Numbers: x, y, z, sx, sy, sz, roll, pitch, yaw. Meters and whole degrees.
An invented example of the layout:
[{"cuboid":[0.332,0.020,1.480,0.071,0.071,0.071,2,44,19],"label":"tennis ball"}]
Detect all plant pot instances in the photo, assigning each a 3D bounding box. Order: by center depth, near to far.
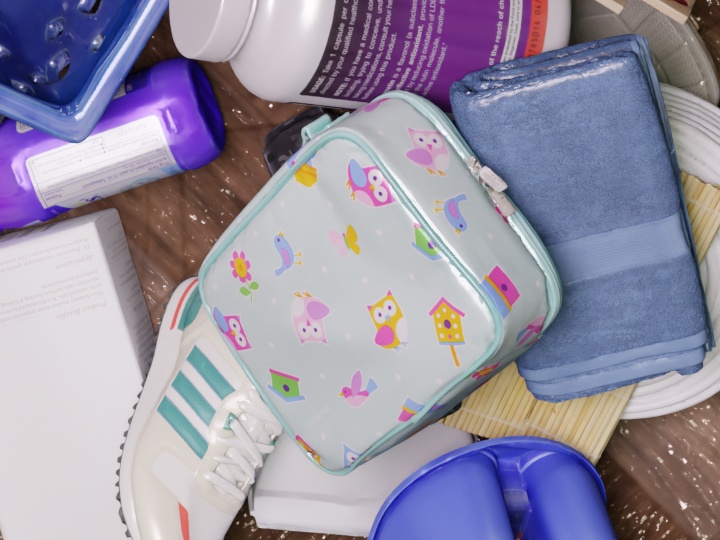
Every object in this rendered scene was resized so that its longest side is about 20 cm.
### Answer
[{"cuboid":[-0.206,-0.213,1.417,0.200,0.180,0.200,26,101,-26],"label":"plant pot"}]

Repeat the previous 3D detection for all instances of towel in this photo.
[{"cuboid":[0.119,-0.026,1.383,0.112,0.049,0.200,-12,119,7],"label":"towel"}]

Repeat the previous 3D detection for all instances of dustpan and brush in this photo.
[{"cuboid":[0.010,0.053,1.526,0.139,0.057,0.200,5,105,-8],"label":"dustpan and brush"}]

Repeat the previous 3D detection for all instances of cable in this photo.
[{"cuboid":[0.147,-0.012,1.474,0.200,0.069,0.200,16,113,1],"label":"cable"}]

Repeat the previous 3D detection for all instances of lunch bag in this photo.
[{"cuboid":[0.007,0.003,1.374,0.160,0.077,0.200,55,137,8],"label":"lunch bag"}]

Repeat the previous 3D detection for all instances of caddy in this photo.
[{"cuboid":[0.070,0.182,1.483,0.141,0.105,0.200,4,129,-21],"label":"caddy"}]

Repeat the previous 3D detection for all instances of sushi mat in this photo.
[{"cuboid":[0.125,0.021,1.446,0.096,0.012,0.200,23,115,-3],"label":"sushi mat"}]

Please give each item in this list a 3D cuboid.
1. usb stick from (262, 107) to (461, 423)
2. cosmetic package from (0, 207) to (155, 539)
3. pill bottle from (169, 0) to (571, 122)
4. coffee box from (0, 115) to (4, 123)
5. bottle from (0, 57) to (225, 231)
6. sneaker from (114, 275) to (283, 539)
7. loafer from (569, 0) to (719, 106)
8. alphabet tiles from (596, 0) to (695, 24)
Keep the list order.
[{"cuboid":[0.000,0.000,1.489,0.055,0.033,0.200,-29,71,16],"label":"usb stick"},{"cuboid":[-0.172,0.074,1.524,0.113,0.081,0.200,-14,98,6],"label":"cosmetic package"},{"cuboid":[0.005,-0.140,1.380,0.200,0.112,0.113,5,99,-26],"label":"pill bottle"},{"cuboid":[-0.302,-0.143,1.450,0.200,0.123,0.044,40,102,22],"label":"coffee box"},{"cuboid":[-0.180,-0.064,1.503,0.200,0.084,0.065,-19,96,6],"label":"bottle"},{"cuboid":[-0.073,0.083,1.465,0.093,0.200,0.070,-13,141,33],"label":"sneaker"},{"cuboid":[0.134,-0.167,1.476,0.200,0.063,0.072,41,129,-11],"label":"loafer"},{"cuboid":[0.101,-0.205,1.424,0.200,0.167,0.008,31,120,-1],"label":"alphabet tiles"}]
